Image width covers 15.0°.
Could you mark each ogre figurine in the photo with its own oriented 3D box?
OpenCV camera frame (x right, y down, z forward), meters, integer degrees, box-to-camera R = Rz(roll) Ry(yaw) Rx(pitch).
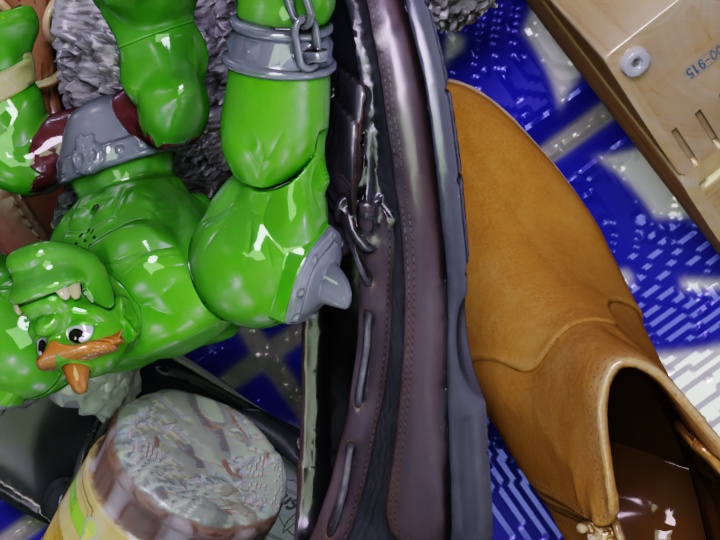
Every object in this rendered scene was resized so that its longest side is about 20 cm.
[{"bbox_3d":[-0.077,-0.028,0.830,0.199,0.098,0.120,-19,94,12],"label":"ogre figurine"}]

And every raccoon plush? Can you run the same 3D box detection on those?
[{"bbox_3d":[-0.024,-0.047,0.911,0.133,0.097,0.201,4,93,20],"label":"raccoon plush"}]

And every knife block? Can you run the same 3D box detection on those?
[{"bbox_3d":[0.088,-0.107,0.946,0.064,0.176,0.200,-37,133,3],"label":"knife block"}]

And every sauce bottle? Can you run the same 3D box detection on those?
[{"bbox_3d":[-0.092,0.128,0.906,0.065,0.065,0.200,33,122,2],"label":"sauce bottle"}]

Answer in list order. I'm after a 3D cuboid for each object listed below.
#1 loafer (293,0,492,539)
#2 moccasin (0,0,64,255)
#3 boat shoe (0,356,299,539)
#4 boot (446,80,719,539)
[{"bbox_3d":[0.000,0.000,0.849,0.063,0.072,0.201,-10,104,-10],"label":"loafer"},{"bbox_3d":[-0.122,-0.095,0.946,0.077,0.074,0.202,-15,80,11],"label":"moccasin"},{"bbox_3d":[-0.067,0.071,0.942,0.199,0.066,0.075,27,92,3],"label":"boat shoe"},{"bbox_3d":[0.070,0.023,0.888,0.071,0.144,0.202,-27,91,-5],"label":"boot"}]
